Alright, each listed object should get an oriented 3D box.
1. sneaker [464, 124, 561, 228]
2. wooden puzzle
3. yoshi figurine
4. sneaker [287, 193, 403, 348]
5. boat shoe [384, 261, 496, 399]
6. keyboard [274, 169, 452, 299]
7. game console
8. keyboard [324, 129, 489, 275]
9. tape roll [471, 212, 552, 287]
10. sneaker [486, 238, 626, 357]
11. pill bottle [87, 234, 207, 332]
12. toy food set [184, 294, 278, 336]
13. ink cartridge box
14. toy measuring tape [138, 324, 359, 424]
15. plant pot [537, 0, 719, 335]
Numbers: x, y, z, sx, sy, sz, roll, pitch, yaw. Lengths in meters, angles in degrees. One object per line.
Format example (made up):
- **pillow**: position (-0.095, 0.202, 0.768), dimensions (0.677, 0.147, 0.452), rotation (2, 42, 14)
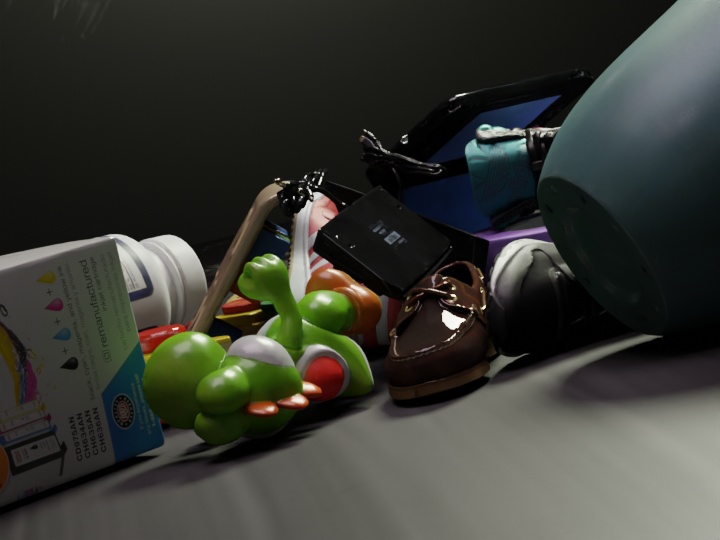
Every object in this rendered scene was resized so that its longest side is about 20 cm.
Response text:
- **sneaker**: position (0.145, -0.084, 1.785), dimensions (0.120, 0.084, 0.200), rotation (-10, -4, -19)
- **wooden puzzle**: position (-0.102, 0.024, 1.775), dimensions (0.201, 0.046, 0.185), rotation (-58, 5, 2)
- **yoshi figurine**: position (-0.072, 0.058, 1.489), dimensions (0.112, 0.113, 0.200), rotation (-28, -1, 29)
- **sneaker**: position (0.000, 0.000, 1.792), dimensions (0.111, 0.072, 0.201), rotation (-4, 34, 5)
- **boat shoe**: position (0.052, 0.038, 1.527), dimensions (0.070, 0.071, 0.200), rotation (-11, 7, 10)
- **keyboard**: position (-0.001, -0.032, 1.662), dimensions (0.021, 0.127, 0.200), rotation (-53, -4, 16)
- **game console**: position (0.110, -0.068, 1.909), dimensions (0.199, 0.117, 0.176), rotation (-16, -18, -47)
- **keyboard**: position (0.034, -0.039, 1.816), dimensions (0.020, 0.128, 0.199), rotation (-8, 19, -37)
- **tape roll**: position (0.185, -0.016, 1.805), dimensions (0.198, 0.066, 0.200), rotation (-14, 5, 1)
- **sneaker**: position (0.160, 0.009, 1.559), dimensions (0.087, 0.076, 0.200), rotation (-3, 10, 33)
- **pill bottle**: position (-0.241, 0.033, 2.053), dimensions (0.199, 0.121, 0.119), rotation (-17, 6, -42)
- **toy food set**: position (-0.058, 0.037, 1.938), dimensions (0.197, 0.049, 0.200), rotation (-10, 6, 35)
- **ink cartridge box**: position (-0.258, 0.075, 1.471), dimensions (0.199, 0.148, 0.144), rotation (-18, 7, -43)
- **toy measuring tape**: position (-0.102, 0.065, 1.639), dimensions (0.198, 0.074, 0.074), rotation (-14, 5, -10)
- **plant pot**: position (0.211, -0.055, 1.459), dimensions (0.161, 0.201, 0.200), rotation (-36, 12, -16)
